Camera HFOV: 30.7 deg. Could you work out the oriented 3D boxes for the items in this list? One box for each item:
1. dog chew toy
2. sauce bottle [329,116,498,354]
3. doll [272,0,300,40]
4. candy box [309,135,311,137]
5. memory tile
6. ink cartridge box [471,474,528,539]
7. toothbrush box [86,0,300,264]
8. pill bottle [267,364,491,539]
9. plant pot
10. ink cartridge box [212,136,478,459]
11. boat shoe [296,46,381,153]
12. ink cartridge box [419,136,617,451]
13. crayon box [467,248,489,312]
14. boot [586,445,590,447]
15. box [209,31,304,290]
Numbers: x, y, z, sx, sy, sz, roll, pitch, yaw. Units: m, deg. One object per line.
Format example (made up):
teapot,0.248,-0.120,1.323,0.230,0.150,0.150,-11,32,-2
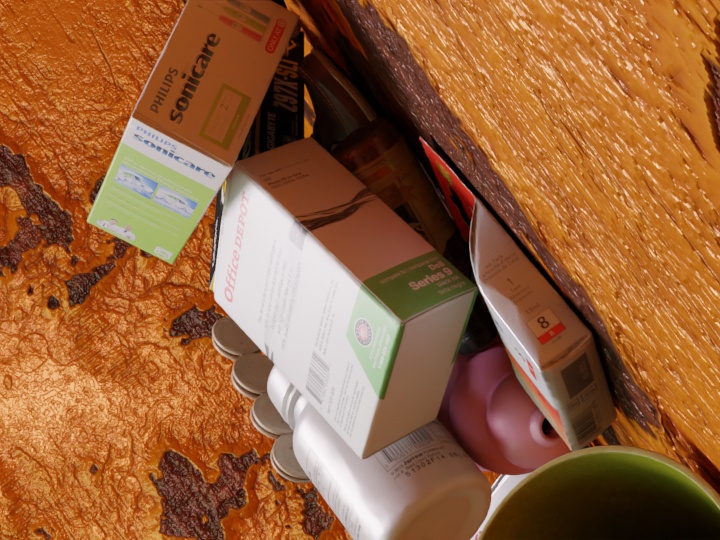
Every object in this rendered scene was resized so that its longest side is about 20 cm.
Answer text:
dog chew toy,0.122,0.114,1.088,0.125,0.124,0.200,54,171,-11
sauce bottle,0.049,-0.024,1.057,0.201,0.066,0.066,57,177,-13
doll,-0.094,-0.245,1.056,0.137,0.048,0.200,55,175,9
candy box,-0.037,-0.094,1.294,0.057,0.116,0.200,53,178,-12
memory tile,-0.042,0.112,1.208,0.201,0.151,0.017,58,139,39
ink cartridge box,0.195,0.278,1.203,0.200,0.145,0.084,47,-155,25
toothbrush box,-0.135,-0.116,1.031,0.085,0.147,0.200,26,152,-9
pill bottle,0.009,0.145,1.080,0.200,0.114,0.115,48,176,36
plant pot,0.192,0.228,0.829,0.199,0.187,0.188,33,-165,-49
ink cartridge box,-0.019,0.016,1.000,0.200,0.083,0.147,44,139,29
boat shoe,-0.008,-0.104,1.118,0.072,0.067,0.201,52,177,42
ink cartridge box,0.099,0.019,0.935,0.200,0.050,0.163,50,176,30
crayon box,0.051,0.029,1.168,0.201,0.125,0.052,56,177,-37
boot,0.243,0.253,1.317,0.202,0.069,0.132,58,-176,8
box,-0.093,-0.102,1.181,0.049,0.161,0.202,13,-138,-14
